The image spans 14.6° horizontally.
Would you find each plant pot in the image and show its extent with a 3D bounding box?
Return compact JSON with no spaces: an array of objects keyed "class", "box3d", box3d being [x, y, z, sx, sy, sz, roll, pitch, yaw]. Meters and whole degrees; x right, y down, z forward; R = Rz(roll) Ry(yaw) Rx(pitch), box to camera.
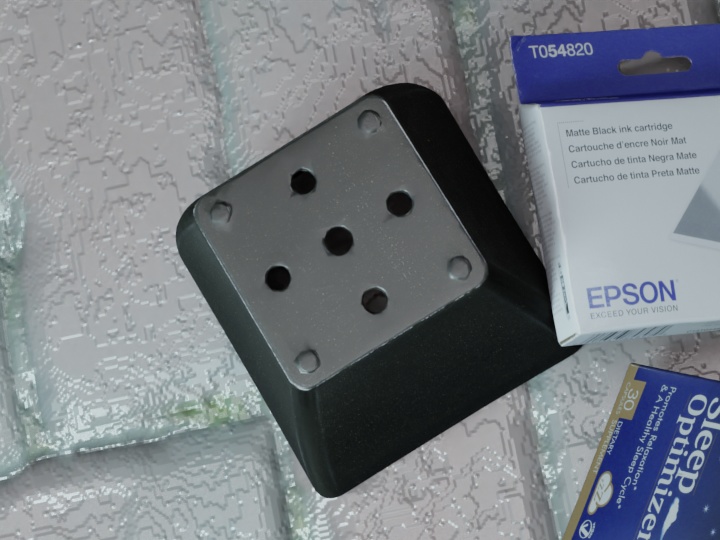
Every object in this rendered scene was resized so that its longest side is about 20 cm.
[{"class":"plant pot","box3d":[0.000,0.000,1.718,0.199,0.177,0.200,-31,78,2]}]

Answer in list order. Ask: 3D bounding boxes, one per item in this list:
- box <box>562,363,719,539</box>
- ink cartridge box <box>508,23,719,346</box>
[{"class":"box","box3d":[0.206,0.126,1.660,0.032,0.200,0.121,27,81,-31]},{"class":"ink cartridge box","box3d":[0.201,-0.061,1.729,0.199,0.041,0.200,-6,78,-19]}]
